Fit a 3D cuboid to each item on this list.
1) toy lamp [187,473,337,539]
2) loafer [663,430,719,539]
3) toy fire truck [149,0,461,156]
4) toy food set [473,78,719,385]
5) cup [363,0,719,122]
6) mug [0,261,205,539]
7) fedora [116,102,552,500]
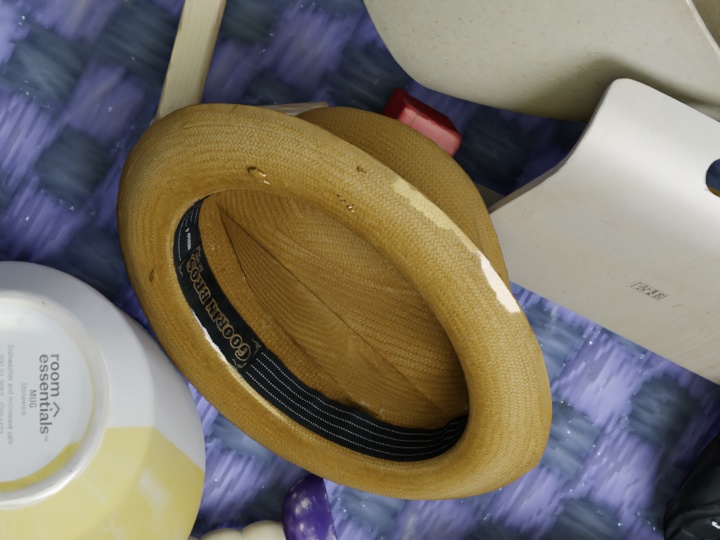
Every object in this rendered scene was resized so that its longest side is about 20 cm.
[{"bbox_3d":[-0.108,0.131,1.209,0.199,0.058,0.059,-13,103,-3],"label":"toy lamp"},{"bbox_3d":[0.188,0.075,1.172,0.068,0.201,0.071,18,64,-14],"label":"loafer"},{"bbox_3d":[-0.037,-0.051,1.179,0.140,0.049,0.201,28,99,-10],"label":"toy fire truck"},{"bbox_3d":[0.126,-0.018,1.128,0.143,0.200,0.061,27,73,-10],"label":"toy food set"},{"bbox_3d":[0.078,-0.141,1.113,0.142,0.200,0.201,-16,105,25],"label":"cup"},{"bbox_3d":[-0.124,0.077,1.116,0.187,0.153,0.149,44,79,7],"label":"mug"},{"bbox_3d":[0.000,0.000,1.107,0.201,0.200,0.082,49,50,-13],"label":"fedora"}]
